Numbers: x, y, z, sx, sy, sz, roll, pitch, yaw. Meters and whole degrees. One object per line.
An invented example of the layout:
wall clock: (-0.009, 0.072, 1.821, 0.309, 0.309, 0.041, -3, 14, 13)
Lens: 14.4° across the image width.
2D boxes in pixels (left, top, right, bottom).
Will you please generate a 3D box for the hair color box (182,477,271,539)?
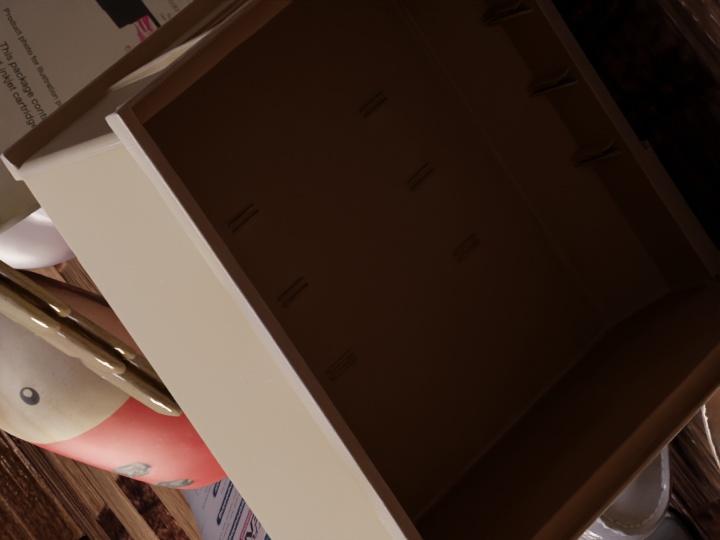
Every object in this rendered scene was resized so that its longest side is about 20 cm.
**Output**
hair color box: (-0.046, 0.098, 1.523, 0.060, 0.100, 0.200, 13, -160, -20)

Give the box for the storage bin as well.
storage bin: (0.021, -0.016, 0.943, 0.200, 0.199, 0.094, 56, 149, -13)

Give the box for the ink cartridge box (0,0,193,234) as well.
ink cartridge box: (-0.106, -0.107, 1.119, 0.084, 0.200, 0.145, 62, 164, -21)

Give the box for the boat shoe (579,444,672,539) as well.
boat shoe: (0.088, 0.038, 1.132, 0.068, 0.072, 0.200, 33, 147, 54)

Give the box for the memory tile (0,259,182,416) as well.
memory tile: (-0.164, -0.009, 1.109, 0.200, 0.017, 0.153, 31, 174, 30)

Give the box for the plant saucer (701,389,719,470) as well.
plant saucer: (0.196, 0.102, 0.993, 0.200, 0.032, 0.200, 50, 166, 17)

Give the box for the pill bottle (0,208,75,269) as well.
pill bottle: (-0.178, -0.055, 1.287, 0.200, 0.112, 0.113, -4, 125, 50)

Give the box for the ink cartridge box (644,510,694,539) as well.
ink cartridge box: (0.065, 0.196, 1.302, 0.084, 0.200, 0.145, 54, 166, -14)

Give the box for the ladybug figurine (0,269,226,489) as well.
ladybug figurine: (-0.112, 0.056, 1.346, 0.136, 0.072, 0.200, 22, 180, 40)
